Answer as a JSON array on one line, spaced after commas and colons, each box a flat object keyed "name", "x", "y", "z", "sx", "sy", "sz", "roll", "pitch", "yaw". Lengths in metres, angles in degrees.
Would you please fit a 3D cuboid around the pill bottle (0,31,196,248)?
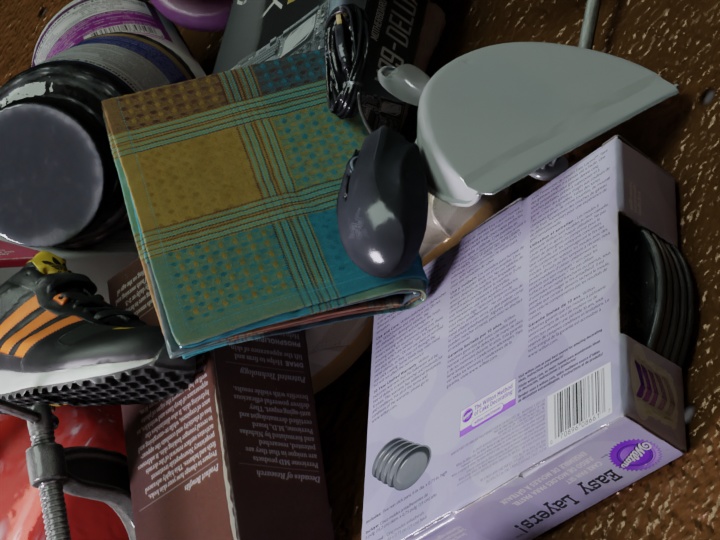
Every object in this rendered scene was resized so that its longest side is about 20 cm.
[{"name": "pill bottle", "x": -0.168, "y": -0.076, "z": 1.663, "sx": 0.112, "sy": 0.112, "sz": 0.200, "roll": -48, "pitch": 1, "yaw": 18}]

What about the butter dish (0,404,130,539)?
[{"name": "butter dish", "x": -0.193, "y": 0.140, "z": 1.643, "sx": 0.200, "sy": 0.148, "sz": 0.200, "roll": 8, "pitch": 70, "yaw": 58}]

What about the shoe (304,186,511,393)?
[{"name": "shoe", "x": 0.000, "y": 0.000, "z": 1.568, "sx": 0.200, "sy": 0.053, "sz": 0.070, "roll": -43, "pitch": 22, "yaw": 21}]

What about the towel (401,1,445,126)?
[{"name": "towel", "x": -0.039, "y": -0.069, "z": 1.724, "sx": 0.191, "sy": 0.032, "sz": 0.201, "roll": -6, "pitch": 57, "yaw": 55}]

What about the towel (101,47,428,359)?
[{"name": "towel", "x": -0.056, "y": -0.040, "z": 1.518, "sx": 0.146, "sy": 0.022, "sz": 0.200, "roll": -13, "pitch": 47, "yaw": -8}]

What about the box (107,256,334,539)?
[{"name": "box", "x": -0.079, "y": 0.080, "z": 1.539, "sx": 0.100, "sy": 0.075, "sz": 0.201, "roll": -34, "pitch": 54, "yaw": 46}]

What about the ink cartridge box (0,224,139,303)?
[{"name": "ink cartridge box", "x": -0.213, "y": 0.009, "z": 1.725, "sx": 0.200, "sy": 0.144, "sz": 0.085, "roll": -144, "pitch": 53, "yaw": -70}]

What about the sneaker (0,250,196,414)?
[{"name": "sneaker", "x": -0.168, "y": 0.030, "z": 1.539, "sx": 0.200, "sy": 0.070, "sz": 0.090, "roll": -10, "pitch": 76, "yaw": 46}]

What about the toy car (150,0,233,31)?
[{"name": "toy car", "x": -0.107, "y": -0.234, "z": 1.830, "sx": 0.174, "sy": 0.200, "sz": 0.150, "roll": -18, "pitch": 62, "yaw": 12}]

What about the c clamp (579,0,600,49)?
[{"name": "c clamp", "x": 0.062, "y": -0.205, "z": 1.593, "sx": 0.199, "sy": 0.027, "sz": 0.171, "roll": 10, "pitch": 67, "yaw": 25}]

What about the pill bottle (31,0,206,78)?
[{"name": "pill bottle", "x": -0.166, "y": -0.126, "z": 1.875, "sx": 0.112, "sy": 0.112, "sz": 0.200, "roll": -53, "pitch": 20, "yaw": 8}]

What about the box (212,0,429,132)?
[{"name": "box", "x": -0.028, "y": -0.132, "z": 1.685, "sx": 0.158, "sy": 0.050, "sz": 0.201, "roll": -23, "pitch": 44, "yaw": 46}]

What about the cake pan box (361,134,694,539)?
[{"name": "cake pan box", "x": 0.083, "y": 0.049, "z": 1.413, "sx": 0.200, "sy": 0.052, "sz": 0.185, "roll": -35, "pitch": 39, "yaw": 35}]

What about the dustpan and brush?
[{"name": "dustpan and brush", "x": 0.066, "y": -0.090, "z": 1.509, "sx": 0.139, "sy": 0.057, "sz": 0.200, "roll": -29, "pitch": 41, "yaw": -22}]

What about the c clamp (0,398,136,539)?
[{"name": "c clamp", "x": -0.150, "y": 0.167, "z": 1.502, "sx": 0.027, "sy": 0.171, "sz": 0.201, "roll": -21, "pitch": 74, "yaw": 24}]

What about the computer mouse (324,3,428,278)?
[{"name": "computer mouse", "x": -0.002, "y": -0.075, "z": 1.490, "sx": 0.059, "sy": 0.034, "sz": 0.200, "roll": -58, "pitch": 31, "yaw": 35}]
